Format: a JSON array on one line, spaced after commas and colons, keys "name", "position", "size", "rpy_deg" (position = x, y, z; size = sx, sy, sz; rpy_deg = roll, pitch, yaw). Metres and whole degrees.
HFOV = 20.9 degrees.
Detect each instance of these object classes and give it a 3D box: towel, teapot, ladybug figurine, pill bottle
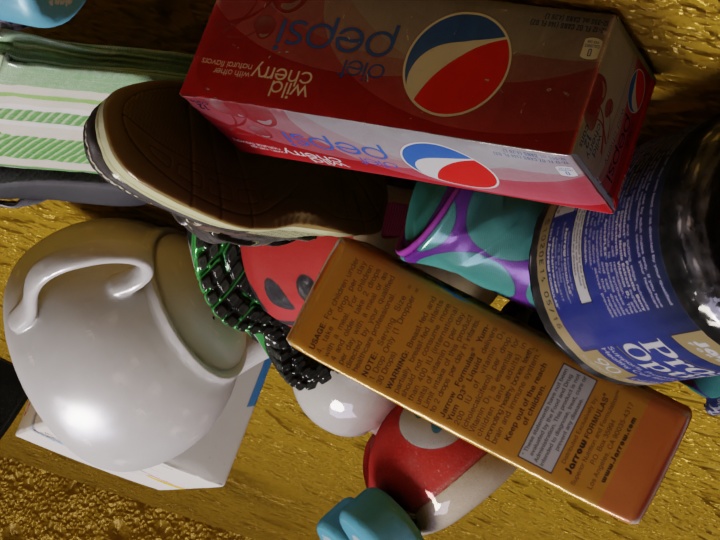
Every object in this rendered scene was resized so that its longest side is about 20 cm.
[{"name": "towel", "position": [-0.131, -0.083, 1.024], "size": [0.152, 0.023, 0.200], "rpy_deg": [5, 168, -17]}, {"name": "teapot", "position": [-0.150, 0.038, 1.388], "size": [0.146, 0.200, 0.198], "rpy_deg": [-27, 107, 21]}, {"name": "ladybug figurine", "position": [0.000, 0.000, 1.118], "size": [0.136, 0.072, 0.200], "rpy_deg": [28, 164, -31]}, {"name": "pill bottle", "position": [0.162, -0.011, 0.849], "size": [0.112, 0.112, 0.200], "rpy_deg": [24, 165, -16]}]

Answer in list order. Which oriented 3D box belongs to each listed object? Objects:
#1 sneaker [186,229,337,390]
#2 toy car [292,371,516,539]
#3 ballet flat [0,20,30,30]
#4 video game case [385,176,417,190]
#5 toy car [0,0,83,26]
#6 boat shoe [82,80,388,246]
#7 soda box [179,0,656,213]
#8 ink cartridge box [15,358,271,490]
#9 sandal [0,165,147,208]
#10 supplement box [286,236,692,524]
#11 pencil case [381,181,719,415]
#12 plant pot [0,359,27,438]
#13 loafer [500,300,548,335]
[{"name": "sneaker", "position": [-0.072, 0.003, 1.295], "size": [0.085, 0.078, 0.200], "rpy_deg": [45, 169, 36]}, {"name": "toy car", "position": [0.016, 0.089, 1.400], "size": [0.200, 0.184, 0.177], "rpy_deg": [49, 164, 2]}, {"name": "ballet flat", "position": [-0.268, -0.149, 1.017], "size": [0.200, 0.072, 0.072], "rpy_deg": [22, 166, -8]}, {"name": "video game case", "position": [-0.022, -0.061, 1.107], "size": [0.143, 0.018, 0.200], "rpy_deg": [6, 159, 43]}, {"name": "toy car", "position": [-0.247, -0.110, 0.839], "size": [0.184, 0.200, 0.177], "rpy_deg": [14, 164, 21]}, {"name": "boat shoe", "position": [-0.067, -0.042, 0.968], "size": [0.065, 0.073, 0.200], "rpy_deg": [-21, 157, 35]}, {"name": "soda box", "position": [0.024, -0.081, 0.866], "size": [0.200, 0.070, 0.063], "rpy_deg": [12, 164, 30]}, {"name": "ink cartridge box", "position": [-0.177, 0.089, 1.606], "size": [0.144, 0.148, 0.200], "rpy_deg": [24, 165, -16]}, {"name": "sandal", "position": [-0.209, -0.063, 1.139], "size": [0.200, 0.076, 0.043], "rpy_deg": [9, 140, -26]}, {"name": "supplement box", "position": [0.066, 0.054, 0.992], "size": [0.200, 0.069, 0.067], "rpy_deg": [25, -177, 10]}, {"name": "pencil case", "position": [0.118, -0.004, 0.991], "size": [0.200, 0.085, 0.092], "rpy_deg": [25, 154, -16]}, {"name": "plant pot", "position": [-0.538, 0.165, 2.317], "size": [0.199, 0.178, 0.200], "rpy_deg": [31, 161, -37]}, {"name": "loafer", "position": [0.105, 0.048, 1.119], "size": [0.070, 0.068, 0.200], "rpy_deg": [-16, -178, 28]}]
